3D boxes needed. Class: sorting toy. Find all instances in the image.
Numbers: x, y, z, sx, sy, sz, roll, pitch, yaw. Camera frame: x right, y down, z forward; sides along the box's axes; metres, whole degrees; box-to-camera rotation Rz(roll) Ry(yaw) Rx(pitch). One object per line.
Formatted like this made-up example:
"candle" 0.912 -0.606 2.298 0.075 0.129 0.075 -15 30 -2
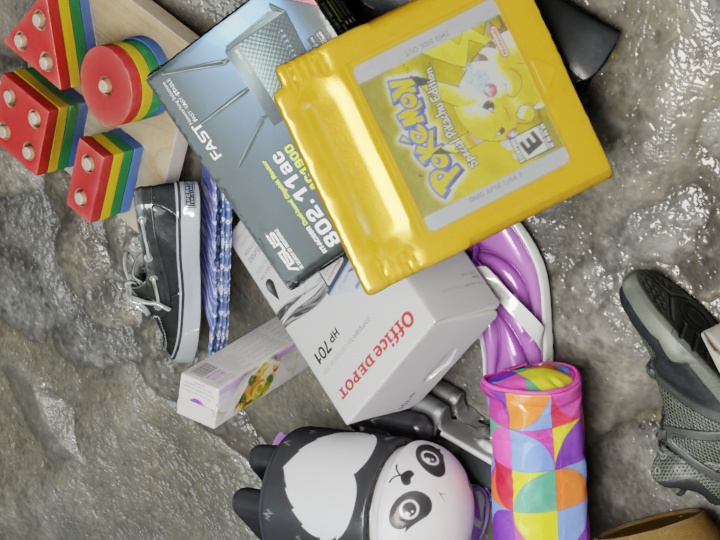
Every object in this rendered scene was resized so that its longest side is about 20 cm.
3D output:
"sorting toy" -0.241 -0.155 1.500 0.200 0.069 0.200 39 128 28

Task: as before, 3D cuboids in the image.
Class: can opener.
"can opener" 0.060 0.131 1.460 0.199 0.053 0.067 28 123 22

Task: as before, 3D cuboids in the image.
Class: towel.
"towel" -0.130 -0.045 1.468 0.024 0.145 0.201 -1 117 -11

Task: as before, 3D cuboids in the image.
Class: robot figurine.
"robot figurine" -0.005 0.192 1.398 0.199 0.125 0.152 4 96 29

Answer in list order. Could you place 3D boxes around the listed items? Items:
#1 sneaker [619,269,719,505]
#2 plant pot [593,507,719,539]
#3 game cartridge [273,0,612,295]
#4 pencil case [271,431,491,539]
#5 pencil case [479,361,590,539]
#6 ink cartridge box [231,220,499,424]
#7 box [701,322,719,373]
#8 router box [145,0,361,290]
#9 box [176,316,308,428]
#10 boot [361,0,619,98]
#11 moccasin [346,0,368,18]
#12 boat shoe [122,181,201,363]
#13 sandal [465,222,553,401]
"sneaker" 0.244 0.099 1.307 0.114 0.076 0.200 -38 93 32
"plant pot" 0.254 0.296 1.344 0.186 0.186 0.202 -19 84 38
"game cartridge" 0.056 -0.103 1.217 0.199 0.032 0.177 -27 94 -5
"pencil case" 0.016 0.202 1.500 0.199 0.084 0.086 12 151 28
"pencil case" 0.139 0.173 1.362 0.088 0.088 0.202 8 109 31
"ink cartridge box" 0.000 0.000 1.393 0.201 0.086 0.147 57 131 22
"box" 0.344 0.109 1.197 0.127 0.109 0.201 -27 94 6
"router box" -0.044 -0.109 1.282 0.149 0.062 0.201 -33 94 23
"box" -0.080 0.074 1.434 0.041 0.200 0.039 22 118 23
"boot" 0.107 -0.219 1.259 0.199 0.066 0.165 36 105 7
"moccasin" -0.027 -0.194 1.367 0.078 0.073 0.202 49 119 16
"boat shoe" -0.175 0.005 1.505 0.067 0.074 0.200 -2 139 -8
"sandal" 0.115 0.039 1.384 0.082 0.050 0.204 -6 107 35
